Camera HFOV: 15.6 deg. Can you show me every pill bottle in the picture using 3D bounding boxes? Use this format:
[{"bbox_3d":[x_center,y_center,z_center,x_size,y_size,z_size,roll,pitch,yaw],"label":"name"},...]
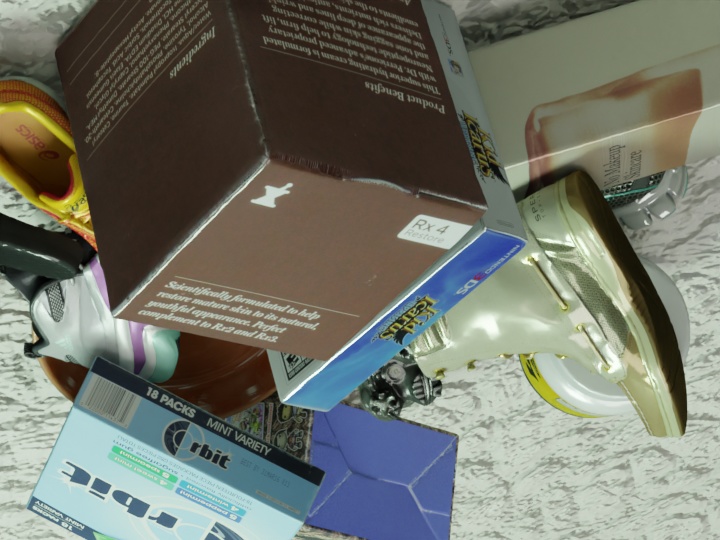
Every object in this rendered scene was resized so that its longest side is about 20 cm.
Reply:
[{"bbox_3d":[0.172,0.045,1.848,0.113,0.115,0.200,-15,176,-2],"label":"pill bottle"}]

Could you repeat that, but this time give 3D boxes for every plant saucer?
[{"bbox_3d":[-0.126,0.027,1.796,0.199,0.032,0.201,-7,132,-8],"label":"plant saucer"}]

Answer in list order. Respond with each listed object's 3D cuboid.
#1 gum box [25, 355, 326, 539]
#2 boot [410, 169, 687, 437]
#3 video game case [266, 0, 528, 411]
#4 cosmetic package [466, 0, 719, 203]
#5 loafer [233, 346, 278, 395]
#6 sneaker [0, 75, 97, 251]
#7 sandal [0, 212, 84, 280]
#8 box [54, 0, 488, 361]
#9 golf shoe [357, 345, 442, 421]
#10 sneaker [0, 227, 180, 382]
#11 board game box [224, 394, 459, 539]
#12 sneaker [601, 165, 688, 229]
[{"bbox_3d":[-0.129,0.149,1.778,0.169,0.045,0.200,27,152,-4],"label":"gum box"},{"bbox_3d":[0.117,0.043,1.707,0.154,0.072,0.201,-21,118,18],"label":"boot"},{"bbox_3d":[0.005,-0.041,1.646,0.045,0.182,0.200,14,138,-41],"label":"video game case"},{"bbox_3d":[0.163,-0.110,1.685,0.198,0.088,0.103,-16,163,2],"label":"cosmetic package"},{"bbox_3d":[0.003,0.031,1.883,0.199,0.063,0.072,-19,106,2],"label":"loafer"},{"bbox_3d":[-0.157,-0.038,1.595,0.199,0.077,0.073,34,108,-13],"label":"sneaker"},{"bbox_3d":[-0.264,-0.046,1.621,0.199,0.048,0.075,19,165,-10],"label":"sandal"},{"bbox_3d":[-0.057,-0.084,1.536,0.165,0.201,0.164,14,138,-38],"label":"box"},{"bbox_3d":[0.000,0.000,1.790,0.077,0.095,0.202,-12,112,-5],"label":"golf shoe"},{"bbox_3d":[-0.173,-0.015,1.678,0.139,0.078,0.201,6,122,-14],"label":"sneaker"},{"bbox_3d":[-0.054,0.157,1.930,0.199,0.098,0.159,-8,161,44],"label":"board game box"},{"bbox_3d":[0.119,-0.056,1.798,0.199,0.078,0.091,-26,131,9],"label":"sneaker"}]
